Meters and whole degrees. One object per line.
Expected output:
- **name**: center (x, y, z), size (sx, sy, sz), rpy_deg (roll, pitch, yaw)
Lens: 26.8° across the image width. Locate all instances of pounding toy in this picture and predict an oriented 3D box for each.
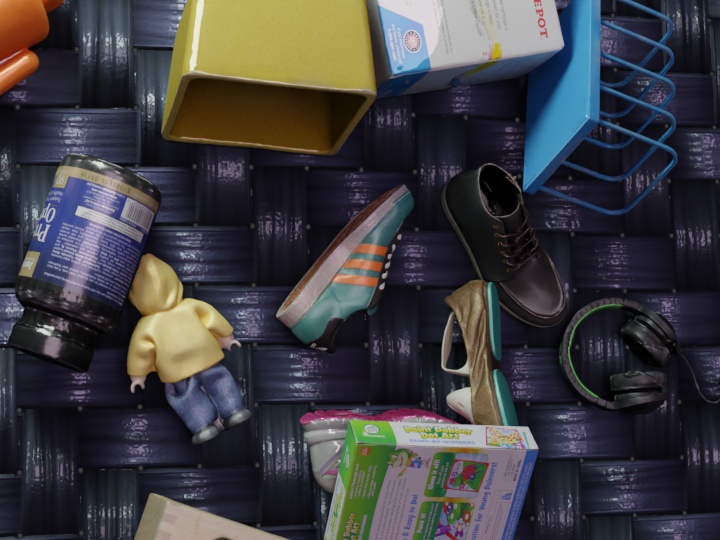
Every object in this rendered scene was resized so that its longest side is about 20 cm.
- **pounding toy**: center (-0.159, 0.309, 1.475), size (0.182, 0.200, 0.144), rpy_deg (20, 80, -11)

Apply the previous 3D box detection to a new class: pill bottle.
- **pill bottle**: center (-0.282, -0.006, 1.521), size (0.111, 0.112, 0.202), rpy_deg (21, 79, -11)

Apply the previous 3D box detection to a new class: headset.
- **headset**: center (0.321, 0.102, 1.675), size (0.198, 0.094, 0.125), rpy_deg (17, 81, -1)

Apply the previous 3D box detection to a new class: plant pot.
- **plant pot**: center (-0.095, -0.251, 1.561), size (0.193, 0.194, 0.203), rpy_deg (5, 75, -14)

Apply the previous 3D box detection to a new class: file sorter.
- **file sorter**: center (0.263, -0.182, 1.634), size (0.121, 0.139, 0.202), rpy_deg (18, 54, -17)

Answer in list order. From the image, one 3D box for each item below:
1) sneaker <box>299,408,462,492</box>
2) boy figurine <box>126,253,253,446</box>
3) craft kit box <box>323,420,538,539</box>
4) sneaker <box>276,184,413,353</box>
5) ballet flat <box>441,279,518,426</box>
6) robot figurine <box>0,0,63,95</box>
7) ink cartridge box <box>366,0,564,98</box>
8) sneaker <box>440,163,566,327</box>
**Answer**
- **sneaker**: center (0.032, 0.195, 1.605), size (0.197, 0.081, 0.089), rpy_deg (1, 91, -11)
- **boy figurine**: center (-0.191, 0.081, 1.561), size (0.123, 0.064, 0.202), rpy_deg (-29, 91, -15)
- **craft kit box**: center (0.067, 0.250, 1.565), size (0.195, 0.049, 0.202), rpy_deg (3, 121, -17)
- **sneaker**: center (0.000, 0.000, 1.620), size (0.080, 0.071, 0.200), rpy_deg (42, 81, -11)
- **ballet flat**: center (0.124, 0.109, 1.628), size (0.072, 0.068, 0.202), rpy_deg (-14, 70, 17)
- **robot figurine**: center (-0.394, -0.259, 1.517), size (0.199, 0.117, 0.145), rpy_deg (-32, 132, -15)
- **ink cartridge box**: center (0.094, -0.279, 1.629), size (0.198, 0.145, 0.149), rpy_deg (-10, 87, -15)
- **sneaker**: center (0.166, -0.023, 1.641), size (0.075, 0.106, 0.201), rpy_deg (-39, 94, -15)
